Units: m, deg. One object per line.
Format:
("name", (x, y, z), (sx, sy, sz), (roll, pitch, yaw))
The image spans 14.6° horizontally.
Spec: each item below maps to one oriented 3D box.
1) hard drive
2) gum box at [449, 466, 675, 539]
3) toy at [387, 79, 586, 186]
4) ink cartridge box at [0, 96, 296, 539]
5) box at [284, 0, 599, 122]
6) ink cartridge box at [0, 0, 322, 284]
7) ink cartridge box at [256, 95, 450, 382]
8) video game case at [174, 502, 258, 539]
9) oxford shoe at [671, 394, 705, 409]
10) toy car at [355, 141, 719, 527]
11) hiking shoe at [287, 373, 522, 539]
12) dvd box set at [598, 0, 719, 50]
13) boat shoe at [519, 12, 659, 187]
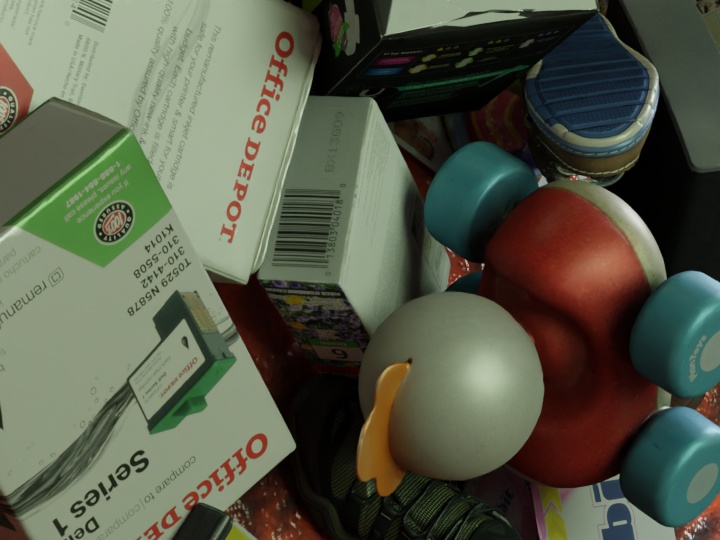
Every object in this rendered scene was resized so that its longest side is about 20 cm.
("hard drive", (0.169, -0.072, 1.578), (0.042, 0.135, 0.200), (2, 38, -13))
("gum box", (0.126, 0.200, 1.589), (0.113, 0.066, 0.201), (-4, 82, -44))
("toy", (0.078, -0.101, 1.639), (0.200, 0.047, 0.116), (33, 59, -32))
("ink cartridge box", (-0.137, 0.045, 1.316), (0.146, 0.084, 0.200), (-41, 124, -21))
("box", (0.025, -0.170, 1.479), (0.124, 0.200, 0.149), (-9, 81, -17))
("ink cartridge box", (-0.133, -0.091, 1.398), (0.200, 0.083, 0.147), (23, 78, -37))
("ink cartridge box", (0.000, 0.000, 1.518), (0.200, 0.050, 0.109), (62, 34, -61))
("video game case", (-0.073, 0.240, 1.354), (0.181, 0.025, 0.200), (45, 71, -42))
("oxford shoe", (0.179, 0.055, 1.639), (0.200, 0.072, 0.071), (12, 59, -68))
("toy car", (0.064, 0.063, 1.447), (0.200, 0.184, 0.177), (-30, 139, -31))
("hiking shoe", (0.040, 0.134, 1.503), (0.076, 0.100, 0.200), (-46, 110, -40))
("dvd box set", (0.182, -0.189, 1.643), (0.147, 0.200, 0.029), (57, 41, -4))
("boat shoe", (0.125, -0.084, 1.540), (0.200, 0.072, 0.073), (-93, 178, -67))
